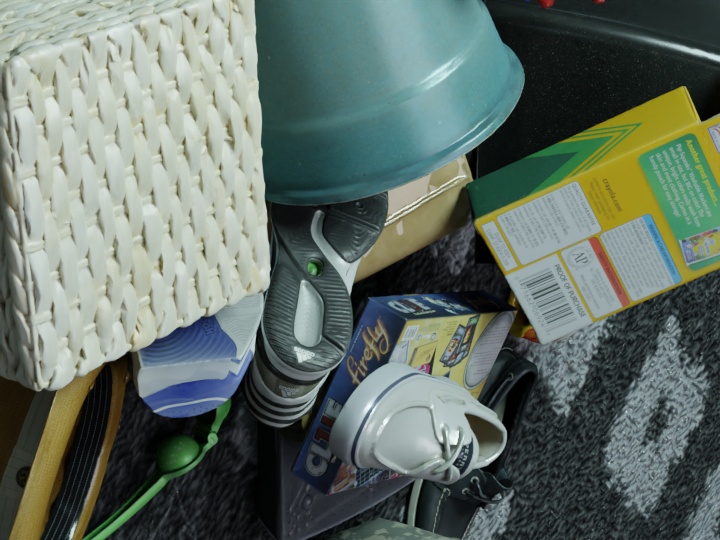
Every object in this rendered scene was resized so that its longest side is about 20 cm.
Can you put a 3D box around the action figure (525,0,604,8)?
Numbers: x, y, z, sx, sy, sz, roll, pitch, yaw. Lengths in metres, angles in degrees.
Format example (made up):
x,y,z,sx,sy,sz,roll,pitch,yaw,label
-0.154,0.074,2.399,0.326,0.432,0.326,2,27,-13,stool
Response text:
x,y,z,sx,sy,sz,roll,pitch,yaw,label
0.101,-0.221,1.193,0.200,0.065,0.100,-8,93,-68,action figure

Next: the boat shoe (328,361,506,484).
x,y,z,sx,sy,sz,roll,pitch,yaw,label
0.047,0.110,1.284,0.071,0.070,0.200,-62,157,5,boat shoe

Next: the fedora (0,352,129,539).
x,y,z,sx,sy,sz,roll,pitch,yaw,label
-0.201,0.110,1.123,0.201,0.081,0.202,17,90,-84,fedora

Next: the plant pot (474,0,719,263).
x,y,z,sx,sy,sz,roll,pitch,yaw,label
0.192,-0.122,1.437,0.200,0.177,0.200,-53,146,-63,plant pot

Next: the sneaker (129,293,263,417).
x,y,z,sx,sy,sz,roll,pitch,yaw,label
-0.101,0.048,1.189,0.080,0.200,0.116,-3,119,-5,sneaker

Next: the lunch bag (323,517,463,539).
x,y,z,sx,sy,sz,roll,pitch,yaw,label
0.025,0.281,1.426,0.167,0.199,0.140,-12,111,-54,lunch bag

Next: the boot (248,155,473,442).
x,y,z,sx,sy,sz,roll,pitch,yaw,label
0.000,0.000,1.328,0.200,0.066,0.176,-31,116,-26,boot

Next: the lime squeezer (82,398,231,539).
x,y,z,sx,sy,sz,roll,pitch,yaw,label
-0.124,0.105,1.287,0.071,0.038,0.201,29,82,-54,lime squeezer

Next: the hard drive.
x,y,z,sx,sy,sz,roll,pitch,yaw,label
-0.004,0.114,1.445,0.200,0.042,0.136,-23,121,-45,hard drive

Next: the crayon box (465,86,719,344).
x,y,z,sx,sy,sz,roll,pitch,yaw,label
0.190,-0.042,1.336,0.126,0.199,0.052,58,15,-34,crayon box

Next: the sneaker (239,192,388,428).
x,y,z,sx,sy,sz,roll,pitch,yaw,label
-0.042,0.015,1.237,0.116,0.075,0.201,119,-11,-46,sneaker

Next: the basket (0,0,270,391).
x,y,z,sx,sy,sz,roll,pitch,yaw,label
-0.167,-0.067,1.056,0.198,0.160,0.201,-26,122,-44,basket

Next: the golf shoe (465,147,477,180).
x,y,z,sx,sy,sz,roll,pitch,yaw,label
0.058,-0.133,1.414,0.094,0.077,0.201,-39,137,-61,golf shoe

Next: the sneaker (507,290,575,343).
x,y,z,sx,sy,sz,roll,pitch,yaw,label
0.167,-0.036,1.589,0.077,0.073,0.201,5,98,-45,sneaker

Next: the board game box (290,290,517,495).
x,y,z,sx,sy,sz,roll,pitch,yaw,label
0.035,0.083,1.364,0.200,0.035,0.136,-1,117,-64,board game box

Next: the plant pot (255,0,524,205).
x,y,z,sx,sy,sz,roll,pitch,yaw,label
-0.021,-0.177,1.192,0.200,0.200,0.197,-45,128,-33,plant pot

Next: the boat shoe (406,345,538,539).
x,y,z,sx,sy,sz,roll,pitch,yaw,label
0.098,0.159,1.578,0.074,0.066,0.200,28,82,-54,boat shoe
